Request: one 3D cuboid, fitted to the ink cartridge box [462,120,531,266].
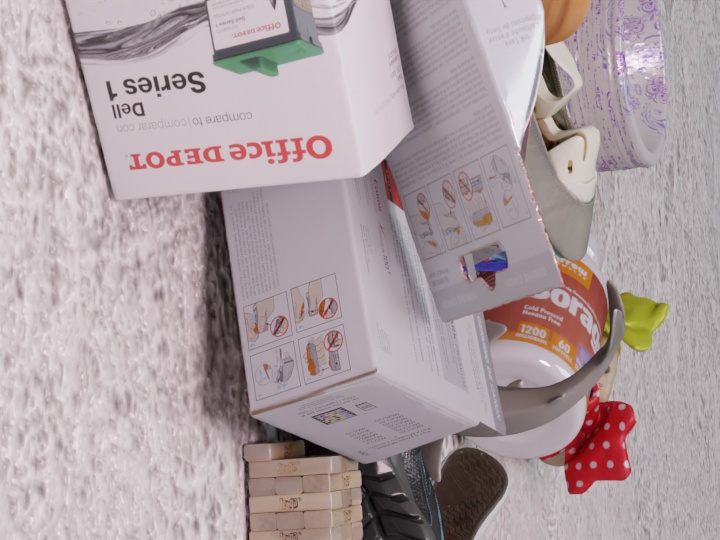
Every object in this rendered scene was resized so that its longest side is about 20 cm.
[{"bbox_3d":[0.094,-0.099,1.204,0.200,0.057,0.164,158,-58,-67],"label":"ink cartridge box"}]

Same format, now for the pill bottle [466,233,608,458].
[{"bbox_3d":[0.138,0.046,1.501,0.201,0.111,0.113,-69,148,-50],"label":"pill bottle"}]

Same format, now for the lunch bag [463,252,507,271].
[{"bbox_3d":[0.052,-0.112,1.359,0.200,0.093,0.151,53,39,-40],"label":"lunch bag"}]

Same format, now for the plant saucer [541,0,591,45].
[{"bbox_3d":[0.058,-0.211,1.004,0.201,0.037,0.201,57,-18,29],"label":"plant saucer"}]

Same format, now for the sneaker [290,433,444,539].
[{"bbox_3d":[0.003,0.115,1.163,0.082,0.073,0.202,33,43,-76],"label":"sneaker"}]

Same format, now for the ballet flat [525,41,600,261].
[{"bbox_3d":[0.138,-0.107,1.357,0.067,0.063,0.201,-20,90,-54],"label":"ballet flat"}]

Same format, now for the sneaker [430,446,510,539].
[{"bbox_3d":[0.033,0.203,1.246,0.200,0.073,0.085,-39,162,-47],"label":"sneaker"}]

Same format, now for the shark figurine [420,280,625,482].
[{"bbox_3d":[0.076,0.077,1.191,0.089,0.213,0.129,-10,96,-59],"label":"shark figurine"}]

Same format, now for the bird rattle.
[{"bbox_3d":[0.196,0.108,1.628,0.163,0.112,0.201,121,-21,-60],"label":"bird rattle"}]

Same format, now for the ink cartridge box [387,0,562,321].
[{"bbox_3d":[0.055,-0.085,0.981,0.201,0.057,0.162,66,-20,0],"label":"ink cartridge box"}]

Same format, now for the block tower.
[{"bbox_3d":[-0.029,0.199,1.093,0.054,0.057,0.202,10,75,-70],"label":"block tower"}]

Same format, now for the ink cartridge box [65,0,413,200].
[{"bbox_3d":[-0.067,-0.143,0.934,0.084,0.145,0.202,-49,130,-61],"label":"ink cartridge box"}]

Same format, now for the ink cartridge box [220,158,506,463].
[{"bbox_3d":[0.000,0.000,1.092,0.175,0.083,0.202,32,44,-56],"label":"ink cartridge box"}]

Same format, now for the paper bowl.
[{"bbox_3d":[0.224,-0.194,1.800,0.200,0.103,0.203,-4,90,-70],"label":"paper bowl"}]
